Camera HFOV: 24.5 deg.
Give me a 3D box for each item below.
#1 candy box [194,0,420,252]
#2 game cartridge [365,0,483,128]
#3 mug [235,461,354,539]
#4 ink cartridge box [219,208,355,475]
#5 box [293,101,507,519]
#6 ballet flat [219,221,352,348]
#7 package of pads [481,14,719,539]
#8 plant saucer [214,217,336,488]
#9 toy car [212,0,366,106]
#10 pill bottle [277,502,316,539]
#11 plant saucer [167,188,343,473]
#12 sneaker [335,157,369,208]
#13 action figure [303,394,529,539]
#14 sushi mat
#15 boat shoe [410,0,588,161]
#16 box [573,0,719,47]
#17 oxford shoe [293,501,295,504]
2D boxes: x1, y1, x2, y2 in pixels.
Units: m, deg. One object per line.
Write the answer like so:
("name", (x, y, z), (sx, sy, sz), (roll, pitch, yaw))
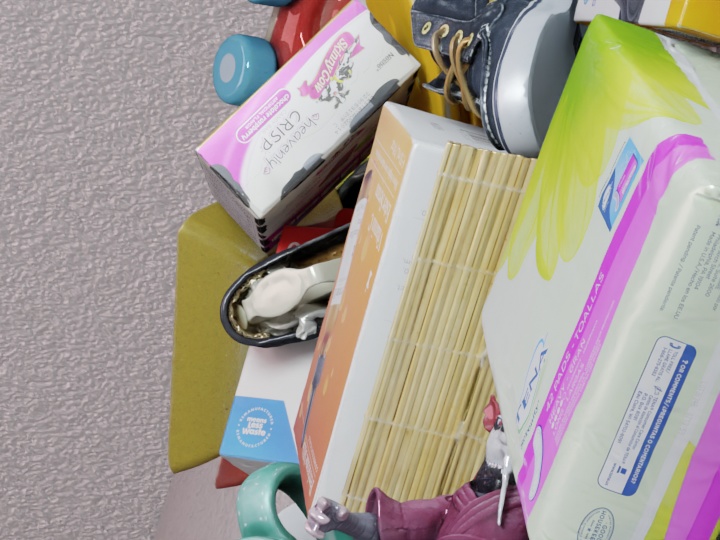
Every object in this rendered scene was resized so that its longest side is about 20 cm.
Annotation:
("candy box", (-0.034, -0.087, 1.067), (0.136, 0.061, 0.200), (-44, -2, -6))
("game cartridge", (0.035, -0.161, 1.052), (0.176, 0.032, 0.201), (79, 173, -61))
("mug", (-0.020, 0.213, 0.880), (0.152, 0.114, 0.186), (23, 91, 50))
("ink cartridge box", (-0.003, 0.040, 1.058), (0.067, 0.116, 0.201), (44, -125, -55))
("box", (0.042, 0.028, 0.876), (0.152, 0.106, 0.201), (-116, 41, -77))
("ballet flat", (0.000, 0.000, 0.985), (0.199, 0.073, 0.073), (-21, 44, 21))
("package of pads", (0.105, 0.007, 0.628), (0.200, 0.068, 0.155), (-94, 21, -65))
("plant saucer", (-0.021, 0.057, 1.229), (0.199, 0.037, 0.201), (-18, -52, -62))
("toy car", (0.009, -0.181, 1.391), (0.200, 0.184, 0.178), (37, 116, 50))
("pill bottle", (-0.040, 0.231, 1.062), (0.200, 0.113, 0.114), (115, 166, -52))
("plant saucer", (-0.068, 0.034, 1.239), (0.200, 0.048, 0.201), (-34, -46, -57))
("sneaker", (-0.010, -0.025, 1.339), (0.085, 0.074, 0.201), (-50, -18, -59))
("action figure", (0.058, 0.149, 0.730), (0.149, 0.133, 0.201), (53, -131, -42))
("sushi mat", (0.059, 0.042, 0.779), (0.012, 0.095, 0.201), (-62, -11, -73))
("boat shoe", (0.066, -0.102, 0.840), (0.200, 0.090, 0.071), (-61, -39, -61))
("box", (0.145, -0.163, 0.742), (0.200, 0.041, 0.120), (-132, 57, -77))
("oxford shoe", (0.012, 0.111, 1.147), (0.071, 0.074, 0.200), (61, -157, -21))
